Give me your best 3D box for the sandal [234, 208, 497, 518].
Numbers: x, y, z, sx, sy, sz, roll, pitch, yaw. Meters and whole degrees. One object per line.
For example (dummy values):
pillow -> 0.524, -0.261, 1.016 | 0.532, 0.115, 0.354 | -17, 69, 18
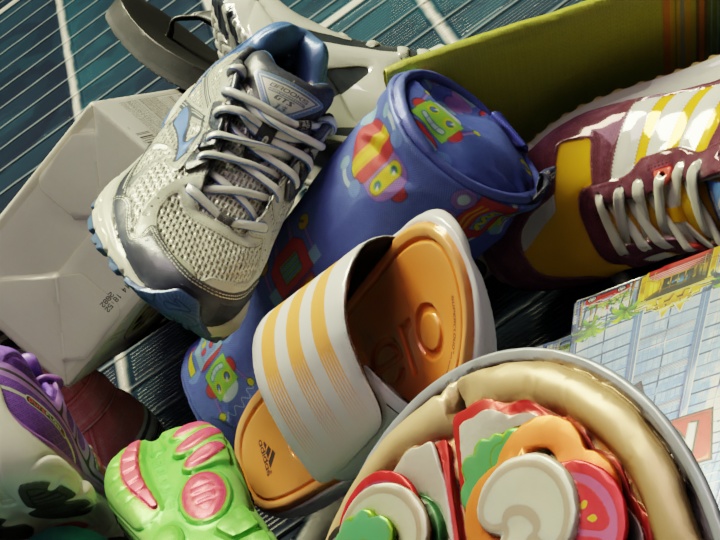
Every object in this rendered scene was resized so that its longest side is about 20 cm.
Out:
sandal -> -0.017, 0.052, 0.734 | 0.207, 0.059, 0.079 | -47, 57, 50

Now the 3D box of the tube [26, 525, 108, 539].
tube -> -0.119, 0.165, 0.706 | 0.077, 0.051, 0.200 | -9, 21, 1

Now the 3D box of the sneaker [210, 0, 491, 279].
sneaker -> 0.026, -0.090, 0.926 | 0.129, 0.080, 0.199 | -34, 64, -20

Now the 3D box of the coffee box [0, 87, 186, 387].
coffee box -> -0.112, -0.025, 0.951 | 0.113, 0.080, 0.200 | -49, -2, 12

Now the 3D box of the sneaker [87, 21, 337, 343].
sneaker -> -0.054, -0.050, 0.795 | 0.085, 0.077, 0.200 | -48, 17, 28

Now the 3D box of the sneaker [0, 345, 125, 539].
sneaker -> -0.142, 0.085, 0.843 | 0.080, 0.200, 0.084 | -8, 69, -5

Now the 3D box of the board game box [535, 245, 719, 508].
board game box -> 0.086, 0.093, 0.670 | 0.200, 0.062, 0.200 | -23, 31, 27

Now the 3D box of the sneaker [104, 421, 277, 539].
sneaker -> -0.056, 0.137, 0.751 | 0.077, 0.084, 0.200 | -22, 28, 3

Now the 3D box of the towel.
towel -> 0.108, -0.095, 0.837 | 0.200, 0.086, 0.018 | -18, 53, -4

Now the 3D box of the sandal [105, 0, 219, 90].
sandal -> -0.046, -0.097, 1.004 | 0.043, 0.200, 0.076 | -61, -14, 12

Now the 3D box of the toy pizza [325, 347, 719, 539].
toy pizza -> 0.040, 0.123, 0.603 | 0.200, 0.032, 0.201 | -18, 67, 49

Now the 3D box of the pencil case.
pencil case -> 0.000, 0.000, 0.826 | 0.200, 0.087, 0.078 | -50, 62, 33

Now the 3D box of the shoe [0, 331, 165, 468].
shoe -> -0.200, 0.082, 0.990 | 0.200, 0.091, 0.072 | -15, 36, 37

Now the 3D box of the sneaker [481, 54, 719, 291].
sneaker -> 0.137, -0.038, 0.791 | 0.200, 0.075, 0.090 | -29, 24, 19
